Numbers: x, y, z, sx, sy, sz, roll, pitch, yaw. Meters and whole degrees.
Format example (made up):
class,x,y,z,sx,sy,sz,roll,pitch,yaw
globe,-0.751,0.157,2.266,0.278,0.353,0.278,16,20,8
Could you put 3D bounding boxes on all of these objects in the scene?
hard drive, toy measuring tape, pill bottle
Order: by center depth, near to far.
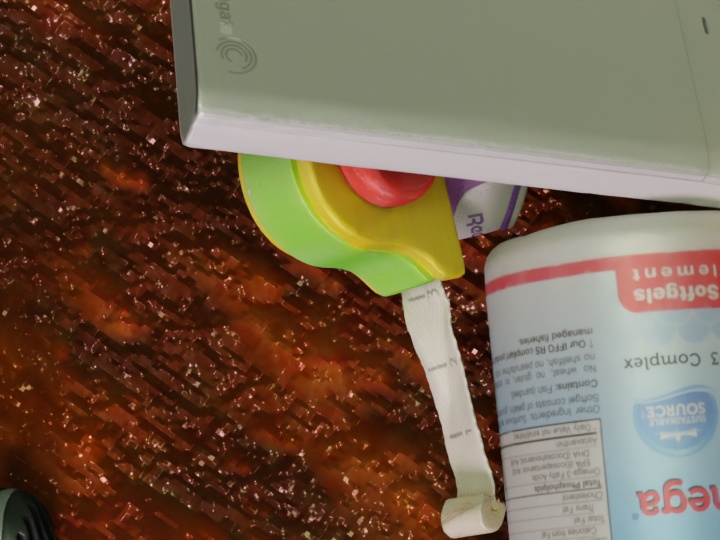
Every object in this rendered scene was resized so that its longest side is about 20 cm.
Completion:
class,x,y,z,sx,sy,sz,roll,pitch,yaw
hard drive,0.033,-0.089,0.976,0.200,0.026,0.132,6,52,-18
toy measuring tape,0.000,0.000,0.983,0.073,0.074,0.200,-13,86,4
pill bottle,0.106,0.084,0.998,0.109,0.109,0.200,-6,83,5

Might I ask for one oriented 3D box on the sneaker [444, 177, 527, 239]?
class,x,y,z,sx,sy,sz,roll,pitch,yaw
sneaker,0.026,-0.110,1.053,0.114,0.073,0.201,-3,93,2

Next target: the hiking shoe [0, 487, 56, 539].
class,x,y,z,sx,sy,sz,roll,pitch,yaw
hiking shoe,-0.183,0.169,1.042,0.087,0.074,0.200,16,75,15
